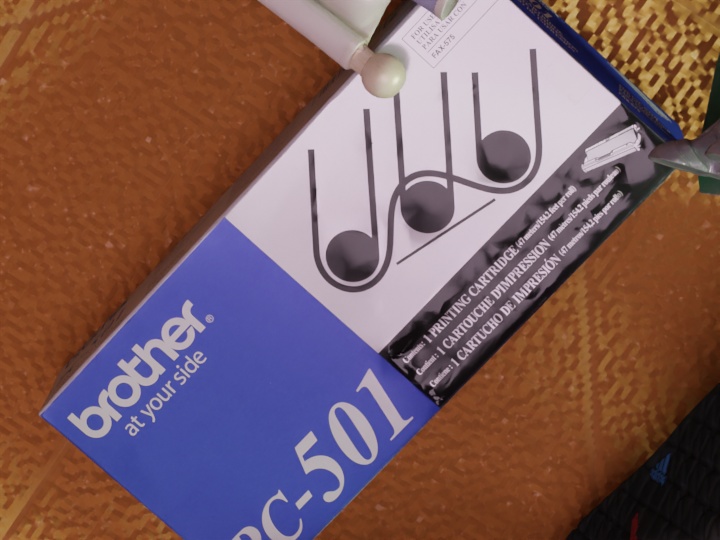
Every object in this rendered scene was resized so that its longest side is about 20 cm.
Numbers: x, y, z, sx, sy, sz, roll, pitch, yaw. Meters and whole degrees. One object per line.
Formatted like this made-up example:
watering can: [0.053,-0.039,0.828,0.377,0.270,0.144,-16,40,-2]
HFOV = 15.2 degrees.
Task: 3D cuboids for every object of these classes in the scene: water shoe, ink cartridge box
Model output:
water shoe: [0.127,0.083,0.828,0.079,0.072,0.200,25,146,-14]
ink cartridge box: [0.000,0.000,0.848,0.094,0.044,0.200,42,105,-9]

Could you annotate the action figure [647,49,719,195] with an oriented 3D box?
action figure: [0.132,-0.123,0.766,0.055,0.118,0.200,16,85,-17]

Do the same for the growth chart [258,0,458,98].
growth chart: [0.026,-0.150,0.787,0.145,0.018,0.200,44,104,13]
